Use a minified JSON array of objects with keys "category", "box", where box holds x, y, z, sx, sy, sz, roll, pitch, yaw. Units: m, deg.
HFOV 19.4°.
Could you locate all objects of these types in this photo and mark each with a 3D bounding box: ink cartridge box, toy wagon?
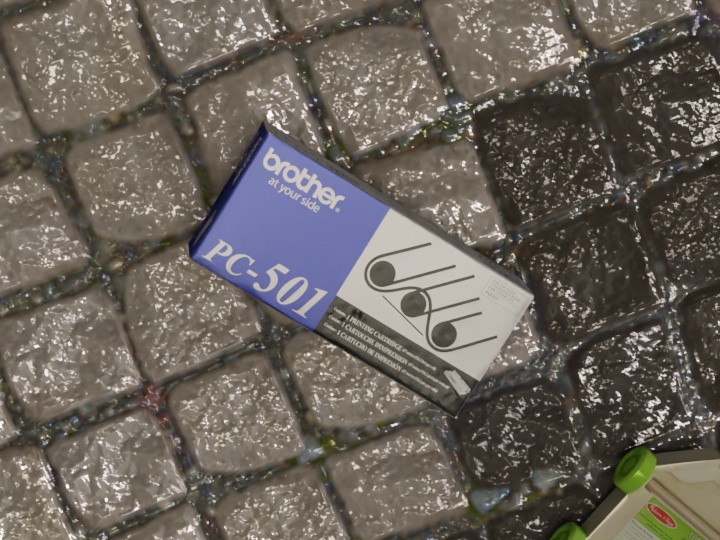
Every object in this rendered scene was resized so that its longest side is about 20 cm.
[{"category":"ink cartridge box","box":[0.000,0.000,1.317,0.199,0.044,0.094,31,99,-12]},{"category":"toy wagon","box":[0.223,0.181,1.391,0.155,0.040,0.200,40,97,-14]}]
